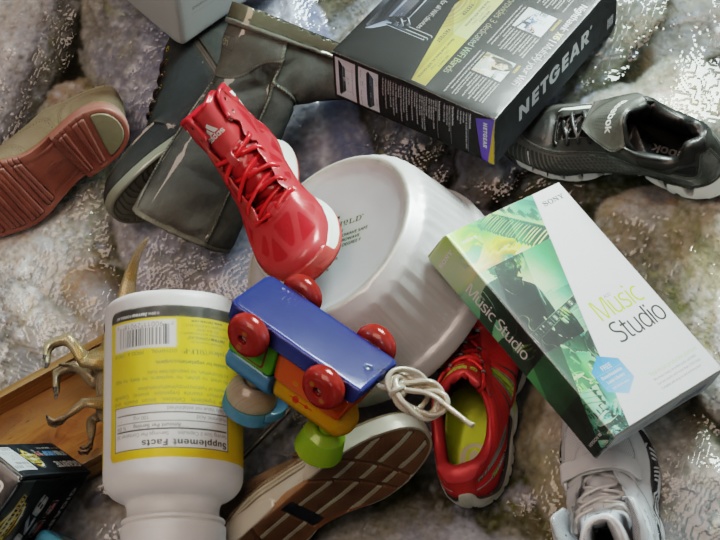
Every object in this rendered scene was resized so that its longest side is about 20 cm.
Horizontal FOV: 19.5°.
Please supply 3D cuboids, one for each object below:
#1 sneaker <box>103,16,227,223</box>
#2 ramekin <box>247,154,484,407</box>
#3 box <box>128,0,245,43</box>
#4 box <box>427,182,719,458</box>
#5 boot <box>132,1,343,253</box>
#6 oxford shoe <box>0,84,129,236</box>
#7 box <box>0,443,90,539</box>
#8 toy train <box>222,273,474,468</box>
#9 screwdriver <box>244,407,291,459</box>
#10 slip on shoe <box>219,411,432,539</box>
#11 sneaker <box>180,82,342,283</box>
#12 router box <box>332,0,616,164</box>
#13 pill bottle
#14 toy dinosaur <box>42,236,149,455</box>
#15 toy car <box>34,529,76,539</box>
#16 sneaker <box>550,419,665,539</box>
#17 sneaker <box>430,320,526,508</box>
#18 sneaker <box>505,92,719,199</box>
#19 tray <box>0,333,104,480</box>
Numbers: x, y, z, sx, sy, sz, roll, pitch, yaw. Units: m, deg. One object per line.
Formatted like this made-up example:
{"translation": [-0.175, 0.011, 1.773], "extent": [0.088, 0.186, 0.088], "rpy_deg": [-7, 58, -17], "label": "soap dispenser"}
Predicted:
{"translation": [-0.161, -0.133, 1.819], "extent": [0.200, 0.075, 0.106], "rpy_deg": [-43, 54, -8], "label": "sneaker"}
{"translation": [0.000, 0.000, 1.648], "extent": [0.202, 0.094, 0.203], "rpy_deg": [-25, 43, 25], "label": "ramekin"}
{"translation": [-0.152, -0.349, 1.814], "extent": [0.200, 0.172, 0.199], "rpy_deg": [-37, 60, -23], "label": "box"}
{"translation": [0.163, 0.033, 1.580], "extent": [0.144, 0.036, 0.200], "rpy_deg": [-25, 67, -43], "label": "box"}
{"translation": [-0.077, -0.107, 1.761], "extent": [0.201, 0.181, 0.073], "rpy_deg": [-70, 21, 3], "label": "boot"}
{"translation": [-0.288, -0.095, 1.854], "extent": [0.199, 0.071, 0.074], "rpy_deg": [-28, 31, 11], "label": "oxford shoe"}
{"translation": [-0.309, 0.227, 1.642], "extent": [0.046, 0.159, 0.201], "rpy_deg": [36, 93, 12], "label": "box"}
{"translation": [-0.015, 0.102, 1.538], "extent": [0.199, 0.116, 0.085], "rpy_deg": [34, 41, 18], "label": "toy train"}
{"translation": [-0.128, 0.182, 1.694], "extent": [0.200, 0.028, 0.029], "rpy_deg": [-48, 33, -6], "label": "screwdriver"}
{"translation": [-0.033, 0.162, 1.636], "extent": [0.200, 0.076, 0.061], "rpy_deg": [-39, 40, 21], "label": "slip on shoe"}
{"translation": [-0.090, -0.070, 1.622], "extent": [0.078, 0.115, 0.200], "rpy_deg": [-43, 35, 5], "label": "sneaker"}
{"translation": [0.096, -0.191, 1.714], "extent": [0.157, 0.052, 0.200], "rpy_deg": [25, 54, 25], "label": "router box"}
{"translation": [-0.146, 0.124, 1.627], "extent": [0.111, 0.111, 0.201], "rpy_deg": [-5, 73, 17], "label": "pill bottle"}
{"translation": [-0.207, 0.079, 1.719], "extent": [0.100, 0.058, 0.201], "rpy_deg": [-4, 73, 1], "label": "toy dinosaur"}
{"translation": [-0.256, 0.301, 1.577], "extent": [0.176, 0.200, 0.185], "rpy_deg": [25, 87, 26], "label": "toy car"}
{"translation": [0.182, 0.168, 1.543], "extent": [0.075, 0.115, 0.201], "rpy_deg": [-14, 64, 12], "label": "sneaker"}
{"translation": [0.090, 0.082, 1.627], "extent": [0.076, 0.085, 0.201], "rpy_deg": [-5, 67, 15], "label": "sneaker"}
{"translation": [0.199, -0.110, 1.667], "extent": [0.199, 0.091, 0.067], "rpy_deg": [11, 71, 23], "label": "sneaker"}
{"translation": [-0.267, 0.139, 1.755], "extent": [0.199, 0.037, 0.099], "rpy_deg": [-29, 63, 7], "label": "tray"}
